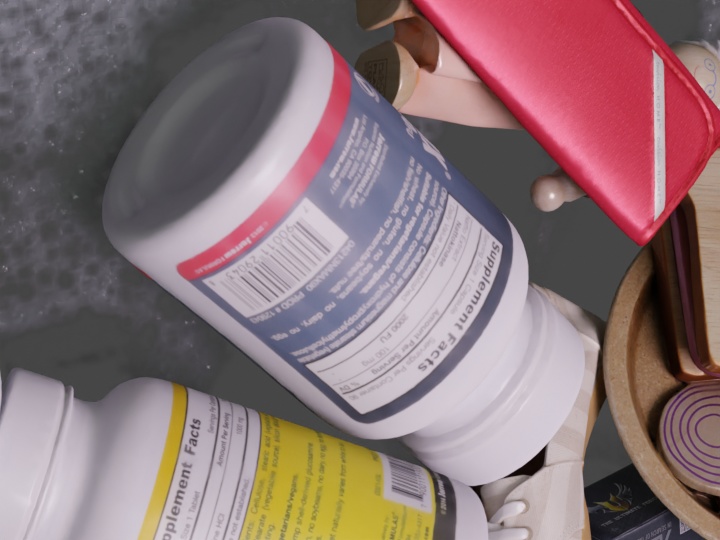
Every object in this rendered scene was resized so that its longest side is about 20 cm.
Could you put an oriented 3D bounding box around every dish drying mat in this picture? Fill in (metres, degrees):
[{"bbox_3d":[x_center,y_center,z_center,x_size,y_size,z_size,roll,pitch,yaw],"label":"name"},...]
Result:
[{"bbox_3d":[0.079,-0.105,0.875,0.200,0.018,0.077,46,75,-20],"label":"dish drying mat"}]

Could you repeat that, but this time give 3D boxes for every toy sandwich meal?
[{"bbox_3d":[0.204,0.034,0.932,0.204,0.070,0.207,3,67,-7],"label":"toy sandwich meal"}]

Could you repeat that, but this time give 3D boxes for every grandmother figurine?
[{"bbox_3d":[0.094,-0.087,0.930,0.199,0.060,0.122,4,95,-29],"label":"grandmother figurine"}]

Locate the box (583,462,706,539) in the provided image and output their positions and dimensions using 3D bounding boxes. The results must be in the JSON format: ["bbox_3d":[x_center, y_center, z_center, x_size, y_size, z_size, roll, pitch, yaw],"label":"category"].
[{"bbox_3d":[0.177,0.158,1.017,0.199,0.051,0.159,-22,117,-33],"label":"box"}]

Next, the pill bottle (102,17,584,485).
[{"bbox_3d":[0.000,0.000,0.866,0.200,0.119,0.120,42,81,-30],"label":"pill bottle"}]

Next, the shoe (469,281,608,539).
[{"bbox_3d":[0.069,0.091,0.920,0.053,0.070,0.201,46,44,-31],"label":"shoe"}]

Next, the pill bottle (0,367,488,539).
[{"bbox_3d":[-0.059,0.110,0.826,0.199,0.112,0.113,20,93,-11],"label":"pill bottle"}]
